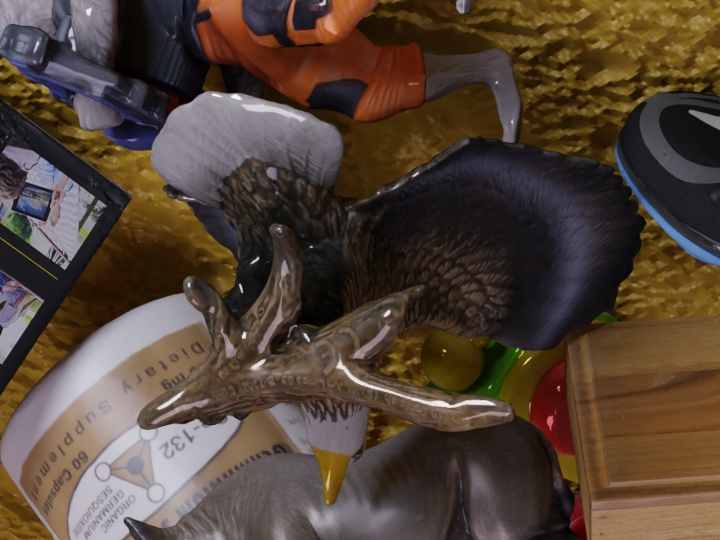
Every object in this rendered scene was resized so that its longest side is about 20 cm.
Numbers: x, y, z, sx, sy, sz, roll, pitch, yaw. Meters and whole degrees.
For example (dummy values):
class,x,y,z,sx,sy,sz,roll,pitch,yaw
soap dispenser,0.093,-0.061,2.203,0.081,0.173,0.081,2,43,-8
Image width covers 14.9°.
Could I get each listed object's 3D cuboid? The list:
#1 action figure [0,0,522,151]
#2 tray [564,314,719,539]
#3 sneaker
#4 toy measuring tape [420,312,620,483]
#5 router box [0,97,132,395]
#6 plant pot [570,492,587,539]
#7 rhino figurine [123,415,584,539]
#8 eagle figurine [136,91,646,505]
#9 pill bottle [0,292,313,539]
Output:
class,x,y,z,sx,sy,sz,roll,pitch,yaw
action figure,-0.038,-0.086,0.985,0.193,0.105,0.200,6,171,15
tray,0.179,0.056,1.016,0.199,0.099,0.037,-5,128,1
sneaker,0.172,-0.034,0.951,0.199,0.071,0.083,22,140,44
toy measuring tape,0.102,0.052,1.127,0.200,0.074,0.073,22,143,-40
router box,-0.204,-0.024,1.026,0.200,0.149,0.051,38,170,-31
plant pot,0.088,0.219,1.216,0.200,0.201,0.182,28,141,-21
rhino figurine,-0.013,0.108,1.020,0.199,0.088,0.060,-14,171,6
eagle figurine,-0.002,0.006,0.964,0.152,0.200,0.151,37,117,5
pill bottle,-0.046,0.117,1.110,0.200,0.114,0.114,51,143,18
